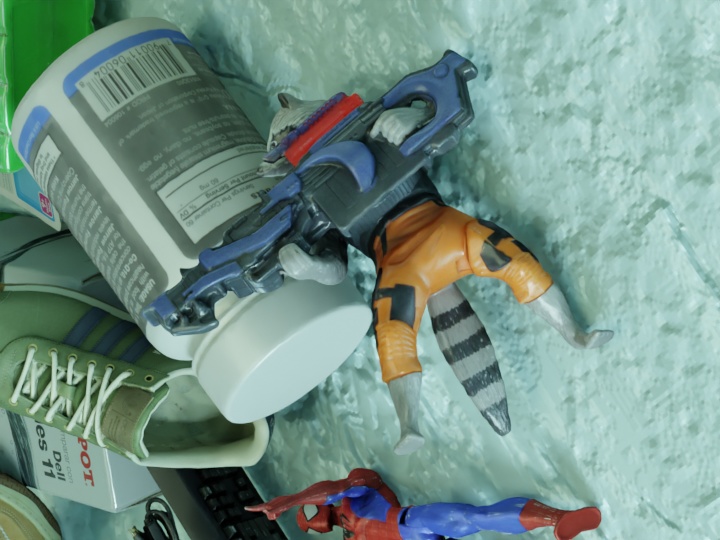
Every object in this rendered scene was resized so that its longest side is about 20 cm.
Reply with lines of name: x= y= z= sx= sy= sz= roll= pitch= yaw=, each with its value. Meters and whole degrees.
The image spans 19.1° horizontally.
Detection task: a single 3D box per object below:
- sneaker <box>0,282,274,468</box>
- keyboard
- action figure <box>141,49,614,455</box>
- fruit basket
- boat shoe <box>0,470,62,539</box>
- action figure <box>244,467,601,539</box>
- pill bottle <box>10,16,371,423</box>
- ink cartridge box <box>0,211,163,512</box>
sneaker: x=-0.134 y=0.061 z=1.150 sx=0.068 sy=0.198 sz=0.090 roll=-70 pitch=24 yaw=14
keyboard: x=-0.060 y=0.174 z=1.182 sx=0.021 sy=0.127 sz=0.201 roll=-41 pitch=76 yaw=26
action figure: x=0.000 y=0.000 z=1.050 sx=0.194 sy=0.199 sz=0.105 roll=58 pitch=-178 yaw=22
fruit basket: x=-0.235 y=-0.138 z=1.262 sx=0.199 sy=0.093 sz=0.187 roll=26 pitch=123 yaw=41
boat shoe: x=-0.227 y=0.185 z=1.328 sx=0.071 sy=0.076 sz=0.201 roll=24 pitch=156 yaw=19
action figure: x=0.021 y=0.145 z=1.107 sx=0.199 sy=0.098 sz=0.066 roll=4 pitch=107 yaw=47
pill bottle: x=-0.088 y=-0.026 z=1.136 sx=0.201 sy=0.113 sz=0.114 roll=53 pitch=135 yaw=17
ink cartridge box: x=-0.189 y=0.050 z=1.292 sx=0.199 sy=0.083 sz=0.148 roll=8 pitch=112 yaw=43
